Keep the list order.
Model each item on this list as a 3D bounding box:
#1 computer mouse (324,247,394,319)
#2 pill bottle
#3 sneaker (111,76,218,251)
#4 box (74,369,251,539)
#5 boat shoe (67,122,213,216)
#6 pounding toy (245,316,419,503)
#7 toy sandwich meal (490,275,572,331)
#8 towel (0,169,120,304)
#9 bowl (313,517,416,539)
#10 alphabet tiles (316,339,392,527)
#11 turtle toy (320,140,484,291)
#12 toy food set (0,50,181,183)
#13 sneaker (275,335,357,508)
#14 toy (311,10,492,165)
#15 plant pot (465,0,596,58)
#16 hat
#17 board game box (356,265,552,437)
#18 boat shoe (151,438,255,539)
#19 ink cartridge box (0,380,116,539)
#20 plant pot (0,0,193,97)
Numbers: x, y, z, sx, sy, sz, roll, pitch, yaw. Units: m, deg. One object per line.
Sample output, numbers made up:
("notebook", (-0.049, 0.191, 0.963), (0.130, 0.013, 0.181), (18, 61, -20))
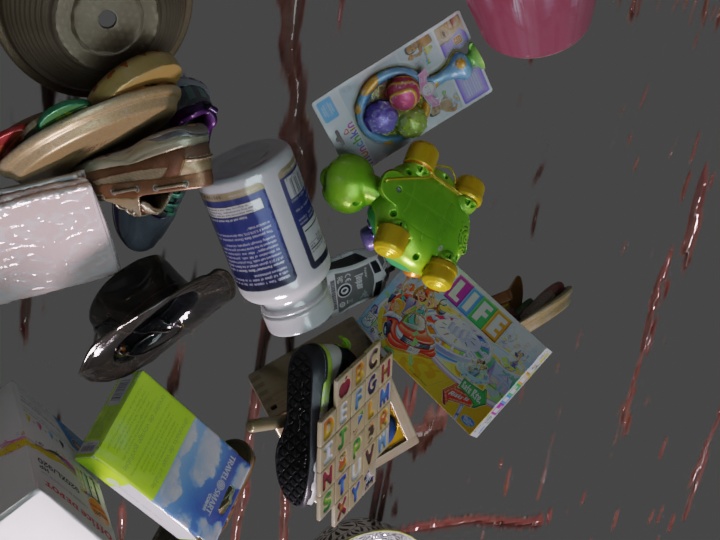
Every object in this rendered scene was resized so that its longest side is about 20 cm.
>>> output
("computer mouse", (0.000, 0.000, 1.363), (0.198, 0.044, 0.111), (-20, 129, -21))
("pill bottle", (-0.098, -0.033, 1.231), (0.110, 0.111, 0.202), (-24, 114, -11))
("sneaker", (-0.206, -0.100, 1.174), (0.074, 0.088, 0.202), (11, 112, -30))
("box", (-0.229, 0.226, 1.324), (0.200, 0.047, 0.123), (47, 51, -29))
("boat shoe", (-0.226, -0.088, 1.122), (0.075, 0.199, 0.073), (-25, 98, -52))
("pounding toy", (-0.044, 0.175, 1.377), (0.183, 0.142, 0.201), (-29, 126, -8))
("toy sandwich meal", (0.173, 0.055, 1.419), (0.204, 0.205, 0.071), (-30, 88, -7))
("towel", (-0.353, -0.024, 1.124), (0.198, 0.033, 0.192), (-14, 153, -10))
("bowl", (-0.013, 0.413, 1.560), (0.199, 0.094, 0.203), (-12, 123, -19))
("alphabet tiles", (-0.005, 0.189, 1.286), (0.166, 0.006, 0.202), (-38, 136, -51))
("turtle toy", (0.045, -0.069, 1.282), (0.199, 0.101, 0.147), (32, 67, -25))
("toy food set", (-0.265, -0.140, 1.077), (0.197, 0.200, 0.049), (-27, 92, -16))
("sneaker", (-0.039, 0.174, 1.266), (0.082, 0.071, 0.202), (-2, 109, -38))
("toy", (0.057, -0.193, 1.273), (0.199, 0.047, 0.116), (-34, 126, -5))
("plant pot", (0.177, -0.333, 1.174), (0.199, 0.201, 0.180), (-28, 141, -8))
("hat", (-0.238, 0.038, 1.230), (0.200, 0.081, 0.201), (-32, 166, -9))
("board game box", (0.108, 0.078, 1.322), (0.135, 0.200, 0.034), (-49, 156, 4))
("boat shoe", (-0.199, 0.302, 1.431), (0.201, 0.072, 0.068), (-52, 156, 0))
("ink cartridge box", (-0.378, 0.259, 1.227), (0.144, 0.200, 0.148), (-38, 127, -1))
("plant pot", (-0.251, -0.252, 1.063), (0.199, 0.093, 0.203), (-11, 122, -18))
